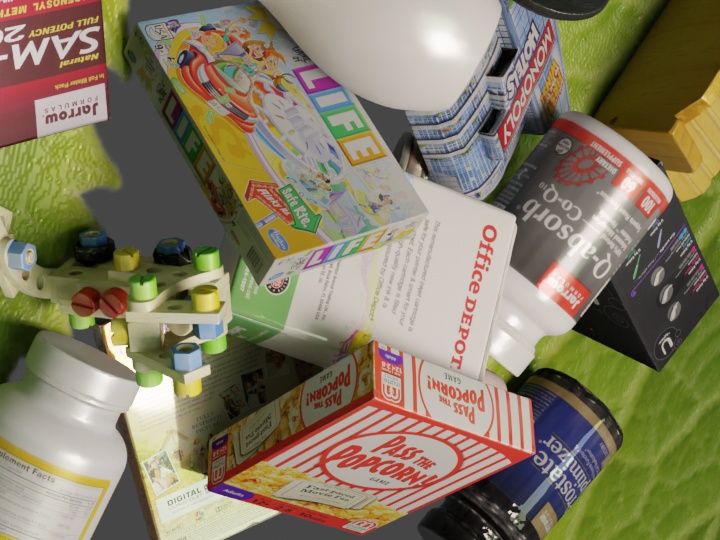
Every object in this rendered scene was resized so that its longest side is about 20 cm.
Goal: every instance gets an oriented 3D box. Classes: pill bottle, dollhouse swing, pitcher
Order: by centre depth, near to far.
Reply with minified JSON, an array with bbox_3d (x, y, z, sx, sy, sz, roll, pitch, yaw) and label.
[{"bbox_3d":[0.002,-0.215,0.994,0.199,0.121,0.172,28,69,-7],"label":"pitcher"},{"bbox_3d":[-0.231,0.149,0.999,0.112,0.112,0.201,25,92,-46],"label":"pill bottle"},{"bbox_3d":[0.153,-0.020,1.177,0.200,0.116,0.116,-53,136,0],"label":"pill bottle"},{"bbox_3d":[0.349,-0.163,1.352,0.176,0.182,0.201,38,82,-25],"label":"dollhouse swing"},{"bbox_3d":[0.150,0.199,1.374,0.200,0.112,0.112,-46,134,-16],"label":"pill bottle"}]

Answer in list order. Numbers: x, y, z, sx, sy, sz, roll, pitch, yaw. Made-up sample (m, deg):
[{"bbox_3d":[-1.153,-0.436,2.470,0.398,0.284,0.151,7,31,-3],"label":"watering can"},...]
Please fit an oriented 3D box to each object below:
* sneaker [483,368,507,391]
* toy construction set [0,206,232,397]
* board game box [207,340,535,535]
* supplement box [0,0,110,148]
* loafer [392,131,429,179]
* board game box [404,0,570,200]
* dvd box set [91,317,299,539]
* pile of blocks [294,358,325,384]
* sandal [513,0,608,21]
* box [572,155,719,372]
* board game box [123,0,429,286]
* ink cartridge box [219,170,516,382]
[{"bbox_3d":[0.046,0.145,1.224,0.104,0.076,0.200,18,129,-36],"label":"sneaker"},{"bbox_3d":[-0.170,0.016,0.959,0.131,0.199,0.093,-49,155,-60],"label":"toy construction set"},{"bbox_3d":[0.005,0.128,1.050,0.151,0.200,0.047,22,52,-32],"label":"board game box"},{"bbox_3d":[-0.220,-0.182,0.886,0.108,0.061,0.201,-21,124,-35],"label":"supplement box"},{"bbox_3d":[0.037,-0.013,1.185,0.062,0.072,0.201,13,107,-4],"label":"loafer"},{"bbox_3d":[0.110,-0.157,1.164,0.201,0.061,0.200,-66,147,-30],"label":"board game box"},{"bbox_3d":[-0.114,0.106,1.101,0.146,0.029,0.201,-22,111,-26],"label":"dvd box set"},{"bbox_3d":[-0.050,0.050,1.167,0.062,0.082,0.201,-71,-176,-73],"label":"pile of blocks"},{"bbox_3d":[0.106,-0.258,1.069,0.200,0.048,0.076,36,60,-4],"label":"sandal"},{"bbox_3d":[0.235,-0.017,1.339,0.106,0.122,0.200,-49,134,-14],"label":"box"},{"bbox_3d":[-0.059,-0.095,0.990,0.134,0.201,0.034,-18,158,-36],"label":"board game box"},{"bbox_3d":[0.000,0.000,1.065,0.199,0.084,0.146,20,73,-16],"label":"ink cartridge box"}]
